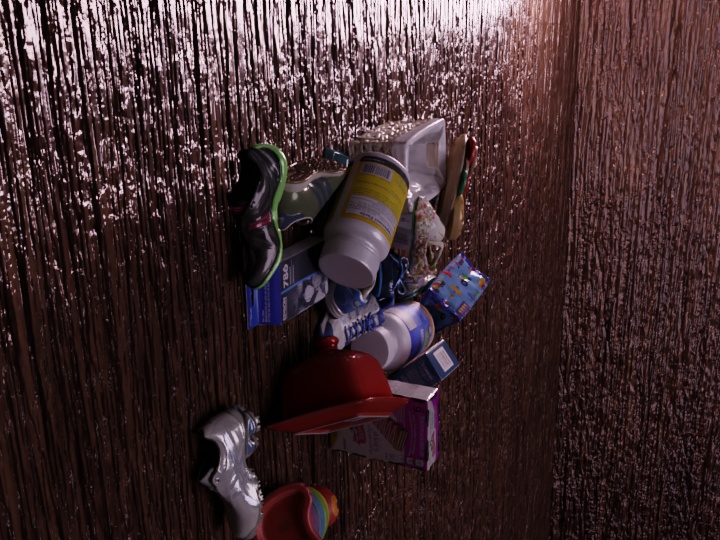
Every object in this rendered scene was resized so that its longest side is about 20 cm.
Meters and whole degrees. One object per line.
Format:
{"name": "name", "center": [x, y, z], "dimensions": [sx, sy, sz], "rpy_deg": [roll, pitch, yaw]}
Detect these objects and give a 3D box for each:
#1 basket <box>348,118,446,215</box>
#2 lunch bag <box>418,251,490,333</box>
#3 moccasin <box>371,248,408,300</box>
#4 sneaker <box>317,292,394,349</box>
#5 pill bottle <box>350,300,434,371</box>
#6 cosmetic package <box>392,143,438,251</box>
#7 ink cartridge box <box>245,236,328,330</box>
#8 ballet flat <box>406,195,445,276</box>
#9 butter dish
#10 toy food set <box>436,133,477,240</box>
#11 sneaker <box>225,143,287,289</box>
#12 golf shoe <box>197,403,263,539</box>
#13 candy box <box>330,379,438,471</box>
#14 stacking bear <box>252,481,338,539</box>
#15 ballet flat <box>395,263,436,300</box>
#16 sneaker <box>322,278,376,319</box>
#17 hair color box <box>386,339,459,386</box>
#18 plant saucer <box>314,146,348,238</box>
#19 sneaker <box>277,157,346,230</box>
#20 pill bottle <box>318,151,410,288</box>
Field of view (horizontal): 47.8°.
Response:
{"name": "basket", "center": [0.069, -0.196, 1.494], "dimensions": [0.200, 0.121, 0.138], "rpy_deg": [-40, 132, -56]}
{"name": "lunch bag", "center": [0.163, 0.081, 1.735], "dimensions": [0.151, 0.094, 0.200], "rpy_deg": [-45, 176, -43]}
{"name": "moccasin", "center": [0.056, -0.006, 1.490], "dimensions": [0.201, 0.067, 0.082], "rpy_deg": [-89, -168, -66]}
{"name": "sneaker", "center": [-0.005, 0.083, 1.456], "dimensions": [0.201, 0.087, 0.076], "rpy_deg": [-53, 143, -44]}
{"name": "pill bottle", "center": [0.061, 0.131, 1.578], "dimensions": [0.199, 0.110, 0.115], "rpy_deg": [-21, 116, -62]}
{"name": "cosmetic package", "center": [0.116, -0.149, 1.644], "dimensions": [0.102, 0.073, 0.203], "rpy_deg": [77, 30, -65]}
{"name": "ink cartridge box", "center": [-0.111, 0.019, 1.272], "dimensions": [0.199, 0.039, 0.102], "rpy_deg": [-32, 126, -58]}
{"name": "ballet flat", "center": [0.120, -0.060, 1.461], "dimensions": [0.201, 0.063, 0.077], "rpy_deg": [91, 11, -56]}
{"name": "butter dish", "center": [-0.044, 0.181, 1.335], "dimensions": [0.199, 0.196, 0.151], "rpy_deg": [21, 54, -64]}
{"name": "toy food set", "center": [0.191, -0.173, 1.607], "dimensions": [0.201, 0.048, 0.202], "rpy_deg": [-76, 178, -68]}
{"name": "sneaker", "center": [-0.154, -0.076, 1.134], "dimensions": [0.083, 0.076, 0.205], "rpy_deg": [-1, 95, -47]}
{"name": "golf shoe", "center": [-0.194, 0.296, 1.156], "dimensions": [0.096, 0.077, 0.205], "rpy_deg": [-14, 105, -45]}
{"name": "candy box", "center": [0.041, 0.270, 1.473], "dimensions": [0.061, 0.196, 0.139], "rpy_deg": [-29, 121, -59]}
{"name": "stacking bear", "center": [-0.094, 0.402, 1.333], "dimensions": [0.200, 0.112, 0.124], "rpy_deg": [21, 53, -75]}
{"name": "ballet flat", "center": [0.116, 0.016, 1.717], "dimensions": [0.200, 0.071, 0.074], "rpy_deg": [-13, 108, -72]}
{"name": "sneaker", "center": [0.000, 0.000, 1.432], "dimensions": [0.076, 0.076, 0.202], "rpy_deg": [48, 43, -34]}
{"name": "hair color box", "center": [0.086, 0.218, 1.568], "dimensions": [0.061, 0.199, 0.100], "rpy_deg": [56, 28, 6]}
{"name": "plant saucer", "center": [-0.050, -0.104, 1.391], "dimensions": [0.070, 0.019, 0.205], "rpy_deg": [4, 94, -64]}
{"name": "sneaker", "center": [-0.086, -0.117, 1.268], "dimensions": [0.200, 0.066, 0.092], "rpy_deg": [-33, 140, -63]}
{"name": "pill bottle", "center": [0.005, -0.082, 1.324], "dimensions": [0.115, 0.112, 0.203], "rpy_deg": [62, 40, -51]}
